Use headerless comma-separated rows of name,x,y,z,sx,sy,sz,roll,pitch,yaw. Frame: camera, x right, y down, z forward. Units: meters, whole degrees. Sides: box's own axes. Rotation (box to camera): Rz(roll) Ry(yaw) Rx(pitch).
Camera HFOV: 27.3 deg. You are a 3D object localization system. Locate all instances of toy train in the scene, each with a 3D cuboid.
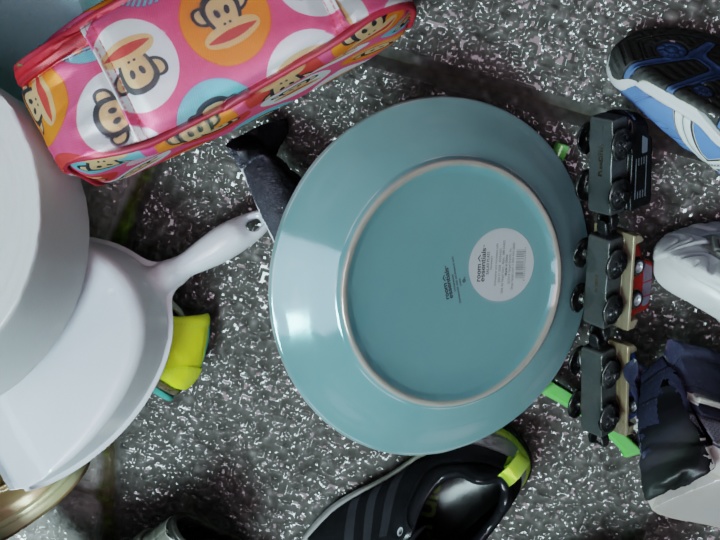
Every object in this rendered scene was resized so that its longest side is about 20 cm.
toy train,0.142,0.006,0.832,0.034,0.046,0.200,21,120,43

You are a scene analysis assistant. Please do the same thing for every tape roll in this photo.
tape roll,-0.254,-0.018,0.805,0.202,0.071,0.203,-2,79,11

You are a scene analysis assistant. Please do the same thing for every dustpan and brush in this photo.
dustpan and brush,-0.140,0.019,0.850,0.200,0.057,0.140,-33,81,2

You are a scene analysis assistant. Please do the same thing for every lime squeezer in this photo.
lime squeezer,0.110,0.029,0.868,0.071,0.038,0.200,-12,106,12

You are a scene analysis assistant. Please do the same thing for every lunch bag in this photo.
lunch bag,-0.069,-0.114,0.776,0.200,0.176,0.082,-26,90,2

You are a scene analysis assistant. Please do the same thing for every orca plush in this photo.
orca plush,0.000,0.000,0.852,0.071,0.105,0.200,-25,82,6

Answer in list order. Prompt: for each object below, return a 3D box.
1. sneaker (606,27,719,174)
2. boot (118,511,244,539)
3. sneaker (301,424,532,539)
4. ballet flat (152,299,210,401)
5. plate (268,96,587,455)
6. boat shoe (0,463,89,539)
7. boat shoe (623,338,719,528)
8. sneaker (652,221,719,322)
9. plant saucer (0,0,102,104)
sneaker,0.217,-0.061,0.800,0.200,0.076,0.077,32,138,11
boot,-0.157,0.180,0.905,0.131,0.200,0.068,-32,58,18
sneaker,0.023,0.163,0.903,0.072,0.083,0.200,43,110,-7
ballet flat,-0.181,0.007,0.899,0.200,0.067,0.067,28,90,-4
plate,0.046,0.006,0.807,0.200,0.026,0.200,-4,100,-24
boat shoe,-0.268,0.144,0.946,0.200,0.073,0.063,-21,107,16
boat shoe,0.227,0.103,0.848,0.075,0.093,0.200,-30,142,32
sneaker,0.249,0.046,0.834,0.200,0.078,0.099,26,127,7
plant saucer,-0.234,-0.139,0.863,0.200,0.036,0.200,3,110,8
